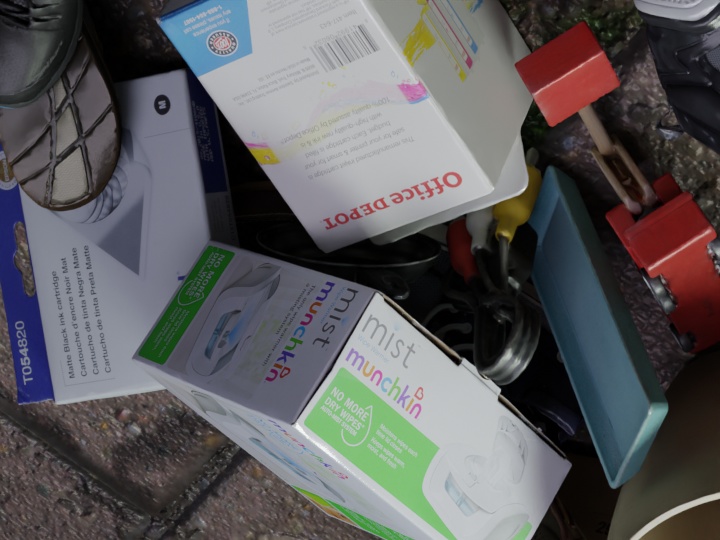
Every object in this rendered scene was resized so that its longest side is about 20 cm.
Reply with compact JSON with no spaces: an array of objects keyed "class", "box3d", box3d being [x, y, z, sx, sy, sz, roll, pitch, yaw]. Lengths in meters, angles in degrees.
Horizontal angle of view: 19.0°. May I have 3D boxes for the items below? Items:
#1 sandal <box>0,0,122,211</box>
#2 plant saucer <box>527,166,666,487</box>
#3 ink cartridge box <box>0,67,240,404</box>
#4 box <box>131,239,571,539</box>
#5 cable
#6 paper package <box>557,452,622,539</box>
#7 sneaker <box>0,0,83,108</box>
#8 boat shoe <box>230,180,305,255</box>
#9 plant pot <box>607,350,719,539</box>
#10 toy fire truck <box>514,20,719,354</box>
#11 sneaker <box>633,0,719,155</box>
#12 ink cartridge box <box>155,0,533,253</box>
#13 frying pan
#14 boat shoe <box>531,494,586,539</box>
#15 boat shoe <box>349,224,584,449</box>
[{"class":"sandal","box3d":[-0.199,-0.139,1.346,0.081,0.055,0.201,-19,94,15]},{"class":"plant saucer","box3d":[0.137,0.030,1.268,0.019,0.201,0.070,1,135,-17]},{"class":"ink cartridge box","box3d":[-0.171,-0.017,1.394,0.199,0.041,0.201,-11,89,30]},{"class":"box","box3d":[-0.003,0.083,1.282,0.176,0.097,0.200,18,160,51]},{"class":"cable","box3d":[0.070,0.007,1.264,0.050,0.200,0.097,38,120,-13]},{"class":"paper package","box3d":[0.177,0.226,1.406,0.199,0.191,0.104,9,133,15]},{"class":"sneaker","box3d":[-0.198,-0.188,1.263,0.073,0.082,0.201,20,110,7]},{"class":"boat shoe","box3d":[-0.107,-0.005,1.423,0.199,0.070,0.071,-13,122,30]},{"class":"plant pot","box3d":[0.232,0.142,1.296,0.186,0.200,0.188,2,123,3]},{"class":"toy fire truck","box3d":[0.162,-0.044,1.256,0.049,0.141,0.200,-32,151,5]},{"class":"sneaker","box3d":[0.247,-0.114,1.161,0.199,0.075,0.115,3,109,28]},{"class":"ink cartridge box","box3d":[0.005,-0.118,1.243,0.128,0.126,0.200,-18,119,34]},{"class":"frying pan","box3d":[0.013,-0.002,1.291,0.190,0.114,0.031,24,114,53]},{"class":"boat shoe","box3d":[0.081,0.127,1.385,0.072,0.200,0.072,-31,140,-4]},{"class":"boat shoe","box3d":[0.068,0.042,1.369,0.199,0.093,0.075,27,133,1]}]
